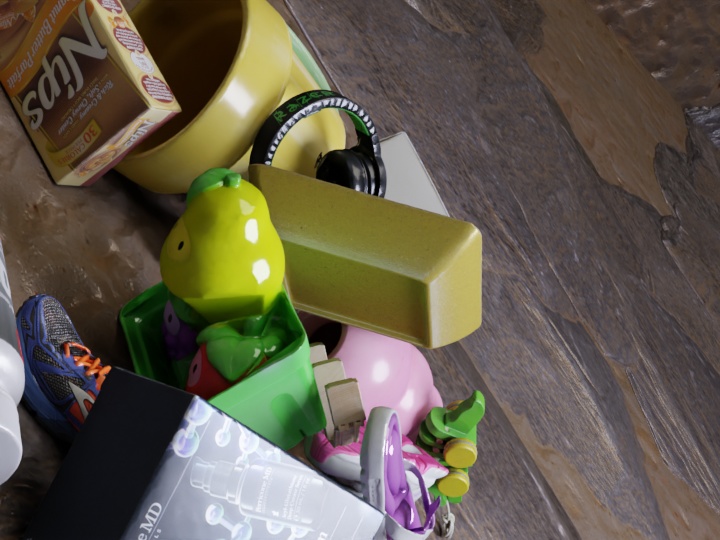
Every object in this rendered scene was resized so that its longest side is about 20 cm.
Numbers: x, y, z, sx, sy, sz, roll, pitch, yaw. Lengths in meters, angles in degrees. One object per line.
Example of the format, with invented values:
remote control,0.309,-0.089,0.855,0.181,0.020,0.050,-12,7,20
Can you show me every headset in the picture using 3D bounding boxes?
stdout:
headset,-0.042,-0.068,1.601,0.094,0.123,0.201,33,-39,47

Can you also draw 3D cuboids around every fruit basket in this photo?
fruit basket,-0.115,0.029,1.402,0.216,0.155,0.216,60,0,1

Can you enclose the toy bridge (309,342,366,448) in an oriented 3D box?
toy bridge,-0.022,0.105,1.449,0.200,0.027,0.068,-147,-136,-79

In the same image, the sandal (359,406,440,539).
sandal,0.036,0.184,1.410,0.203,0.049,0.083,74,26,-52

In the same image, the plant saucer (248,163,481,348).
plant saucer,0.000,0.000,1.510,0.200,0.199,0.049,82,27,-64

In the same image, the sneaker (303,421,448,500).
sneaker,0.004,0.182,1.555,0.081,0.088,0.200,36,3,31

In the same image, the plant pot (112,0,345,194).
plant pot,-0.118,-0.140,1.639,0.189,0.200,0.201,37,27,-41

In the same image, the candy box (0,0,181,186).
candy box,-0.251,-0.186,1.541,0.201,0.115,0.055,60,23,13

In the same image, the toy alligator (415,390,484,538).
toy alligator,0.074,0.182,1.677,0.054,0.201,0.059,8,43,-3

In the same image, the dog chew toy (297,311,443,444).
dog chew toy,0.011,0.106,1.667,0.200,0.124,0.125,44,23,-46

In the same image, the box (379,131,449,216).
box,0.021,-0.023,1.764,0.200,0.108,0.128,89,-24,-67

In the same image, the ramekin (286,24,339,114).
ramekin,-0.120,-0.184,1.839,0.200,0.097,0.200,45,23,-25

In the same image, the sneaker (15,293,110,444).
sneaker,-0.183,0.100,1.313,0.201,0.078,0.075,57,21,6

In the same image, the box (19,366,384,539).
box,-0.107,0.180,1.224,0.200,0.149,0.107,36,-15,-37

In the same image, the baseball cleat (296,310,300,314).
baseball cleat,-0.094,0.007,1.652,0.107,0.070,0.200,59,22,12

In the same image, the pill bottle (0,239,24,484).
pill bottle,-0.277,0.042,1.154,0.114,0.114,0.201,31,32,-46
